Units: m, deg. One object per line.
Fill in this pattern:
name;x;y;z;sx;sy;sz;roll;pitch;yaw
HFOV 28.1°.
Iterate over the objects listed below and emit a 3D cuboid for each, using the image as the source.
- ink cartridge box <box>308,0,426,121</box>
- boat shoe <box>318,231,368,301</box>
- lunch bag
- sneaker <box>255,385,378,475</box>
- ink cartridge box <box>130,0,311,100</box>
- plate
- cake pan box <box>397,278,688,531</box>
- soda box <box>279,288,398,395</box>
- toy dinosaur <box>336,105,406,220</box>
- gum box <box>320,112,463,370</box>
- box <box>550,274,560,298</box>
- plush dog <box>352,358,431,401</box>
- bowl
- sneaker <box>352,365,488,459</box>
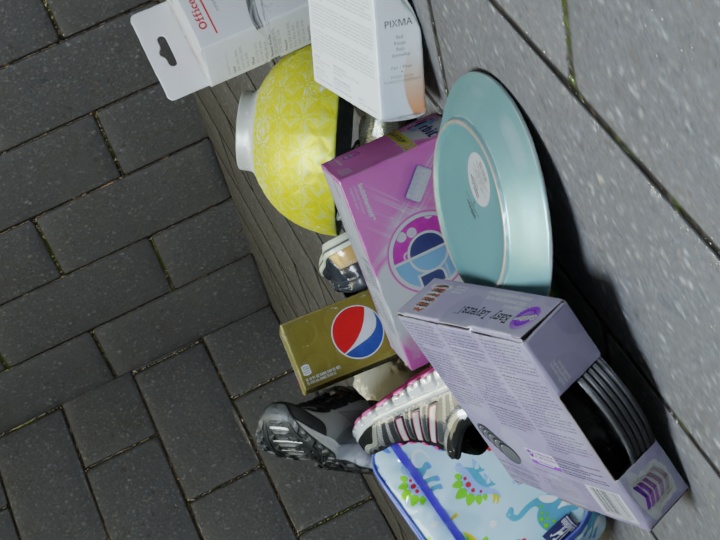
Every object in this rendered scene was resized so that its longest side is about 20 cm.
ink cartridge box;0.000;-0.244;1.236;0.162;0.050;0.202;-140;44;-59
boat shoe;0.000;0.000;1.433;0.063;0.074;0.200;62;179;5
lunch bag;0.114;0.202;1.321;0.201;0.160;0.082;55;-170;28
sneaker;-0.035;0.141;1.338;0.200;0.073;0.080;28;-114;-61
ink cartridge box;-0.119;-0.260;1.390;0.116;0.199;0.067;61;171;22
plate;0.091;-0.049;1.088;0.200;0.025;0.202;168;90;-74
cake pan box;0.132;0.096;1.071;0.185;0.052;0.200;52;163;-18
soda box;0.026;0.049;1.357;0.064;0.199;0.068;112;136;-79
toy dinosaur;0.019;-0.140;1.358;0.102;0.076;0.202;175;102;-79
gum box;0.056;-0.020;1.263;0.066;0.113;0.201;-133;20;-66
box;0.140;0.060;1.206;0.117;0.048;0.201;-129;18;-58
plush dog;0.065;0.133;1.507;0.200;0.161;0.172;37;-179;31
bowl;-0.067;-0.137;1.446;0.200;0.107;0.202;3;-90;-87
sneaker;0.069;0.131;1.256;0.200;0.074;0.088;-37;86;45
